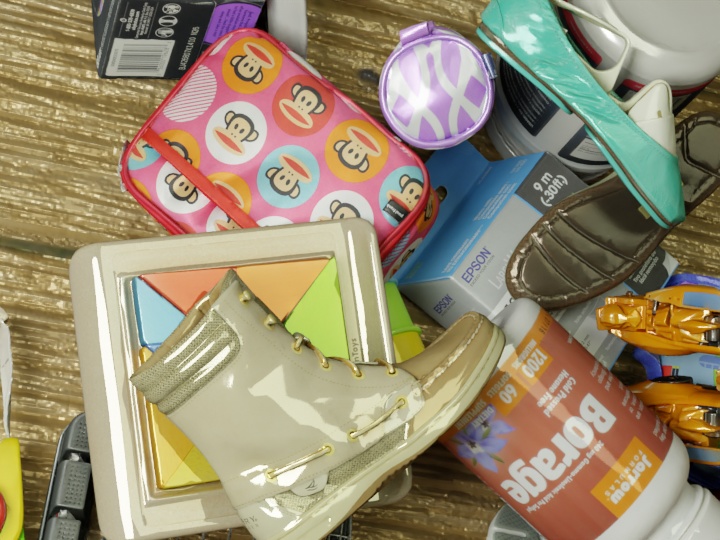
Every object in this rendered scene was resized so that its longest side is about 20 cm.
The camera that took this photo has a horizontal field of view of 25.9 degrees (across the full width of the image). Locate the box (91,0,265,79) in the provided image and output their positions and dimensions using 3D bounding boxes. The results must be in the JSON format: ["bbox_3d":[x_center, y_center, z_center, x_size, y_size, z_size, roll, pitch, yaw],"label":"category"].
[{"bbox_3d":[-0.142,-0.254,1.147,0.105,0.122,0.202,-1,68,-19],"label":"box"}]

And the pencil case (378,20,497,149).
[{"bbox_3d":[0.053,-0.135,1.126,0.083,0.200,0.086,-28,95,5],"label":"pencil case"}]

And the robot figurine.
[{"bbox_3d":[0.253,0.073,1.055,0.058,0.199,0.147,-7,98,-45],"label":"robot figurine"}]

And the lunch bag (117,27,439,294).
[{"bbox_3d":[-0.064,-0.049,1.084,0.200,0.082,0.176,40,87,16],"label":"lunch bag"}]

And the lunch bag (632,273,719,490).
[{"bbox_3d":[0.298,0.093,1.173,0.198,0.094,0.152,20,65,-10],"label":"lunch bag"}]

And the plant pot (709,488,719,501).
[{"bbox_3d":[0.333,0.253,1.070,0.198,0.176,0.201,21,62,-10],"label":"plant pot"}]

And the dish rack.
[{"bbox_3d":[-0.106,0.173,0.999,0.198,0.055,0.155,10,66,-6],"label":"dish rack"}]

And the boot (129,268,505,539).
[{"bbox_3d":[-0.023,0.054,0.944,0.200,0.073,0.156,-41,96,-11],"label":"boot"}]

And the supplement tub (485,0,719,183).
[{"bbox_3d":[0.184,-0.161,1.180,0.139,0.200,0.142,8,65,-17],"label":"supplement tub"}]

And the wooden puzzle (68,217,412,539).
[{"bbox_3d":[-0.074,0.065,0.981,0.198,0.037,0.187,-7,82,-12],"label":"wooden puzzle"}]

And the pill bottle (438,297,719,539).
[{"bbox_3d":[0.144,0.123,1.042,0.200,0.112,0.112,42,60,-2],"label":"pill bottle"}]

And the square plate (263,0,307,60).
[{"bbox_3d":[-0.064,-0.260,1.141,0.028,0.200,0.200,-6,69,-4],"label":"square plate"}]

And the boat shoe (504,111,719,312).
[{"bbox_3d":[0.185,-0.036,1.131,0.199,0.076,0.072,-34,92,-7],"label":"boat shoe"}]

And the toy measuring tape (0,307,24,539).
[{"bbox_3d":[-0.248,0.120,0.979,0.073,0.074,0.202,-1,68,-20],"label":"toy measuring tape"}]

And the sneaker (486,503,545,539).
[{"bbox_3d":[0.101,0.235,1.059,0.070,0.081,0.201,24,42,0],"label":"sneaker"}]

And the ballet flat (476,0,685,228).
[{"bbox_3d":[0.166,-0.118,1.052,0.200,0.070,0.067,45,16,-4],"label":"ballet flat"}]

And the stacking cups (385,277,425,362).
[{"bbox_3d":[0.000,0.000,1.126,0.060,0.061,0.202,-12,71,-24],"label":"stacking cups"}]

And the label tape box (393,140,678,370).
[{"bbox_3d":[0.119,-0.009,1.169,0.200,0.066,0.144,40,60,-1],"label":"label tape box"}]
